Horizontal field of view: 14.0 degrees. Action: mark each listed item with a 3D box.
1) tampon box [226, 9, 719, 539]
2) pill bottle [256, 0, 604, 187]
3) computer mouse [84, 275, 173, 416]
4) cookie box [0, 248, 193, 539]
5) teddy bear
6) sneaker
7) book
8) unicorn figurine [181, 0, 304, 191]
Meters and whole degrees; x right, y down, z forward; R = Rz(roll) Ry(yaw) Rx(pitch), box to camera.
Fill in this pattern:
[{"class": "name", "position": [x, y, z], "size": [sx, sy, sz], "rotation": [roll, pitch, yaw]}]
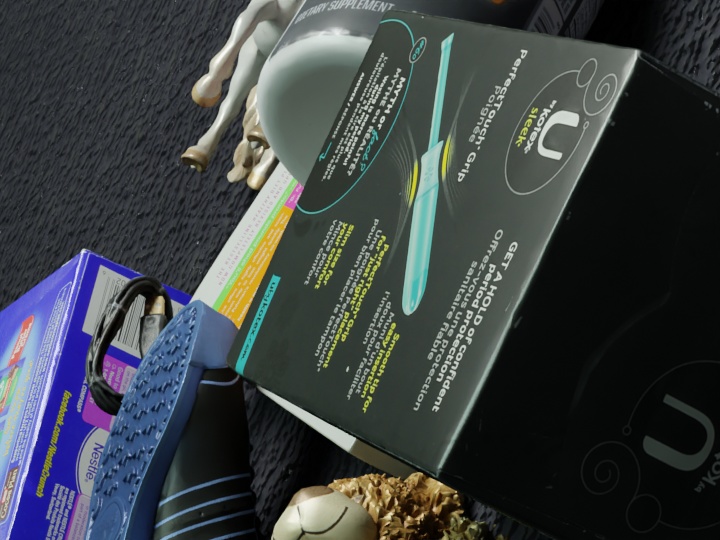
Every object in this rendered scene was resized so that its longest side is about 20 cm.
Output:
[{"class": "tampon box", "position": [0.067, 0.009, 1.004], "size": [0.150, 0.126, 0.200], "rotation": [-64, 24, -2]}, {"class": "pill bottle", "position": [0.043, -0.117, 1.187], "size": [0.106, 0.106, 0.200], "rotation": [-34, 21, 49]}, {"class": "computer mouse", "position": [-0.092, 0.095, 1.292], "size": [0.034, 0.059, 0.201], "rotation": [-24, 62, 46]}, {"class": "cookie box", "position": [-0.174, 0.105, 1.473], "size": [0.200, 0.075, 0.172], "rotation": [-31, 39, 51]}, {"class": "teddy bear", "position": [-0.002, 0.149, 1.077], "size": [0.145, 0.067, 0.200], "rotation": [-35, 37, 44]}, {"class": "sneaker", "position": [-0.071, 0.115, 1.238], "size": [0.070, 0.078, 0.201], "rotation": [-23, 48, 57]}, {"class": "book", "position": [0.000, 0.000, 1.261], "size": [0.134, 0.048, 0.200], "rotation": [-62, 25, 0]}, {"class": "unicorn figurine", "position": [-0.026, -0.114, 1.391], "size": [0.138, 0.074, 0.200], "rotation": [-59, 15, -19]}]
